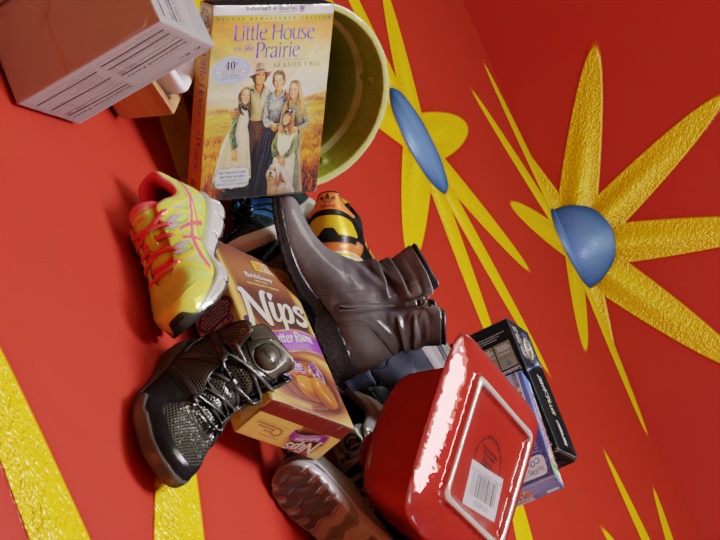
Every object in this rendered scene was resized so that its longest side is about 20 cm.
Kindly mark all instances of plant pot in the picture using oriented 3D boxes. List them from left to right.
[{"bbox_3d":[-0.100,-0.211,1.807,0.200,0.200,0.184,52,-10,-35],"label":"plant pot"}]

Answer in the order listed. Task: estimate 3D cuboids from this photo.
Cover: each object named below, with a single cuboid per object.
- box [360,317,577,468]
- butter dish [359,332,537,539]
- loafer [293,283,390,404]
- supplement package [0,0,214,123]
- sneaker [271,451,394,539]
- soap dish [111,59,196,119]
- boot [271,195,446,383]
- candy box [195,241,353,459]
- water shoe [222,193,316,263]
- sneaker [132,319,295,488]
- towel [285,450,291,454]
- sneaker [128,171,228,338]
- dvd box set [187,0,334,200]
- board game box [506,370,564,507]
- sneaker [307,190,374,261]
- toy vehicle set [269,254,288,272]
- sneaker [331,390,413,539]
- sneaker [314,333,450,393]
[{"bbox_3d":[0.117,0.173,1.878,0.086,0.200,0.164,32,34,-64],"label":"box"},{"bbox_3d":[0.067,0.185,1.640,0.200,0.148,0.200,48,52,-46],"label":"butter dish"},{"bbox_3d":[-0.020,0.086,1.828,0.201,0.070,0.068,43,-1,-12],"label":"loafer"},{"bbox_3d":[-0.251,-0.259,1.485,0.200,0.156,0.111,67,17,13],"label":"supplement package"},{"bbox_3d":[-0.006,0.243,1.604,0.200,0.075,0.082,57,18,-19],"label":"sneaker"},{"bbox_3d":[-0.230,-0.250,1.672,0.157,0.081,0.200,56,18,-22],"label":"soap dish"},{"bbox_3d":[0.000,0.000,1.652,0.070,0.131,0.200,-112,178,-86],"label":"boot"},{"bbox_3d":[-0.092,0.072,1.567,0.117,0.056,0.200,26,30,-47],"label":"candy box"},{"bbox_3d":[-0.115,-0.047,1.741,0.079,0.072,0.200,45,25,5],"label":"water shoe"},{"bbox_3d":[-0.123,0.101,1.401,0.076,0.114,0.199,57,19,-15],"label":"sneaker"},{"bbox_3d":[-0.088,0.087,1.708,0.145,0.024,0.200,61,18,-15],"label":"towel"},{"bbox_3d":[-0.176,-0.018,1.513,0.090,0.078,0.200,41,22,-29],"label":"sneaker"},{"bbox_3d":[-0.100,-0.173,1.684,0.146,0.200,0.029,-6,22,-35],"label":"dvd box set"},{"bbox_3d":[0.103,0.205,1.782,0.034,0.200,0.136,51,20,-52],"label":"board game box"},{"bbox_3d":[-0.018,-0.032,1.783,0.200,0.070,0.090,54,35,-80],"label":"sneaker"},{"bbox_3d":[-0.071,-0.016,1.903,0.200,0.026,0.124,57,17,-21],"label":"toy vehicle set"},{"bbox_3d":[0.007,0.206,1.732,0.088,0.074,0.200,40,21,-43],"label":"sneaker"},{"bbox_3d":[0.030,0.118,1.735,0.203,0.146,0.077,61,8,-19],"label":"sneaker"}]
